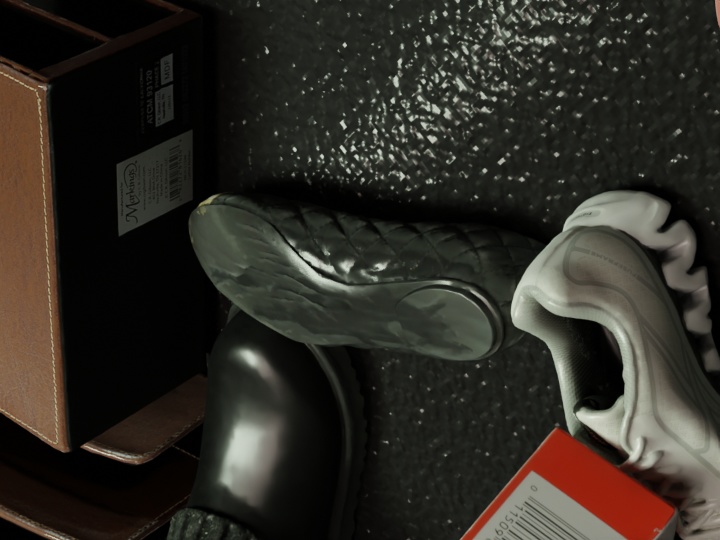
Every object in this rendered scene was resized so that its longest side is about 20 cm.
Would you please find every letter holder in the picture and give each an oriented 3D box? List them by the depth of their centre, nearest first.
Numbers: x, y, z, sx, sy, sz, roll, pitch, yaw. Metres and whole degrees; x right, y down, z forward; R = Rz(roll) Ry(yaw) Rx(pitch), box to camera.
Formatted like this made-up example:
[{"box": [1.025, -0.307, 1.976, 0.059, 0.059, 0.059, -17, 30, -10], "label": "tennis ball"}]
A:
[{"box": [-0.161, -0.039, 0.929, 0.142, 0.100, 0.200, 25, 128, 32], "label": "letter holder"}, {"box": [-0.183, 0.099, 1.007, 0.200, 0.142, 0.101, 23, 127, 31], "label": "letter holder"}]

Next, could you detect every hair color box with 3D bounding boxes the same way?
[{"box": [0.071, 0.162, 0.789, 0.064, 0.111, 0.200, 35, 158, 20], "label": "hair color box"}]

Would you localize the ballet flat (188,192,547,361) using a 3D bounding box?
[{"box": [0.000, 0.000, 0.853, 0.200, 0.057, 0.067, 14, 126, 38], "label": "ballet flat"}]

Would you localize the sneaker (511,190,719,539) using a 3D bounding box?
[{"box": [0.127, 0.069, 0.760, 0.075, 0.081, 0.200, -29, 94, 45], "label": "sneaker"}]

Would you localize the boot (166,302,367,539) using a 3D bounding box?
[{"box": [-0.071, 0.127, 0.912, 0.079, 0.158, 0.212, 18, 124, 33], "label": "boot"}]

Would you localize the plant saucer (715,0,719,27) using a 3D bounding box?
[{"box": [0.196, -0.169, 0.590, 0.200, 0.037, 0.200, 5, 117, 39], "label": "plant saucer"}]
